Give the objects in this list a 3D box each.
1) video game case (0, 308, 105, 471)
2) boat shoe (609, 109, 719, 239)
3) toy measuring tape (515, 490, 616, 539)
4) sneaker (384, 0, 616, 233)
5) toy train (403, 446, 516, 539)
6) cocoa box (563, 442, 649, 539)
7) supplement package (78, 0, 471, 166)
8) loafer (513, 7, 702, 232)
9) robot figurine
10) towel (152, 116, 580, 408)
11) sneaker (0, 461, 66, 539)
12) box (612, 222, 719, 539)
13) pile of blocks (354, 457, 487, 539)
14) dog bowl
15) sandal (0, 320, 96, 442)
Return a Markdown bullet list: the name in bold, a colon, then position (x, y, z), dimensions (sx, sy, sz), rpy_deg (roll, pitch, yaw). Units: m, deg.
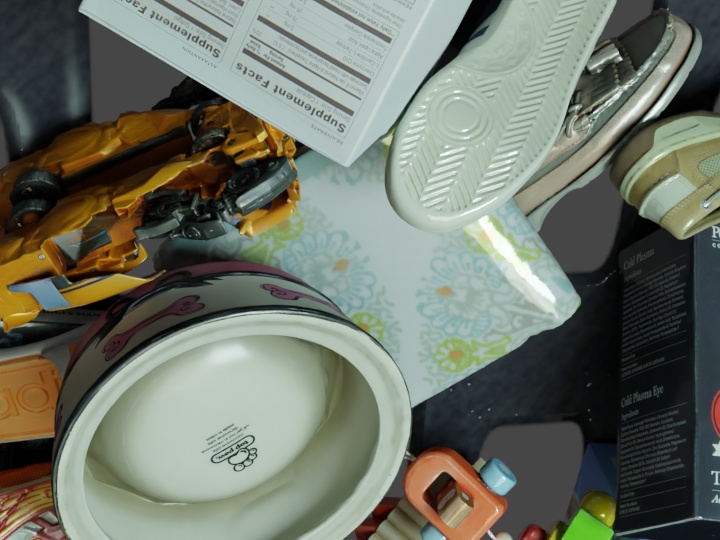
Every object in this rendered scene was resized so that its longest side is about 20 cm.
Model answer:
- **video game case**: position (-0.187, 0.112, 1.019), dimensions (0.181, 0.023, 0.201), rpy_deg (5, 120, -15)
- **boat shoe**: position (0.238, -0.058, 0.943), dimensions (0.199, 0.076, 0.072), rpy_deg (-20, 149, -26)
- **toy measuring tape**: position (0.103, 0.226, 1.032), dimensions (0.074, 0.073, 0.200), rpy_deg (39, 80, -28)
- **sneaker**: position (0.074, -0.089, 0.874), dimensions (0.075, 0.200, 0.085), rpy_deg (35, 155, 3)
- **toy train**: position (-0.007, 0.167, 1.028), dimensions (0.200, 0.056, 0.150), rpy_deg (-44, 84, 13)
- **cocoa box**: position (0.247, 0.208, 1.103), dimensions (0.199, 0.134, 0.132), rpy_deg (4, 118, -14)
- **supplement package**: position (-0.007, -0.186, 0.777), dimensions (0.150, 0.152, 0.200), rpy_deg (30, 113, 4)
- **loafer**: position (0.108, -0.080, 0.944), dimensions (0.063, 0.072, 0.200), rpy_deg (37, 110, -20)
- **robot figurine**: position (-0.115, -0.044, 0.879), dimensions (0.199, 0.145, 0.058), rpy_deg (-20, 129, 11)
- **towel**: position (0.000, 0.000, 0.947), dimensions (0.200, 0.048, 0.171), rpy_deg (-31, 109, 22)
- **sneaker**: position (-0.177, 0.136, 0.990), dimensions (0.199, 0.077, 0.073), rpy_deg (-6, 102, -26)
- **box**: position (0.265, 0.075, 0.991), dimensions (0.199, 0.183, 0.104), rpy_deg (8, 163, -17)
- **pile of blocks**: position (0.018, 0.197, 1.102), dimensions (0.062, 0.082, 0.200), rpy_deg (40, 99, 15)
- **dog bowl**: position (-0.077, 0.082, 0.896), dimensions (0.199, 0.074, 0.201), rpy_deg (-12, 128, -16)
- **sandal**: position (-0.169, 0.080, 0.944), dimensions (0.206, 0.059, 0.079), rpy_deg (-13, 122, 4)
